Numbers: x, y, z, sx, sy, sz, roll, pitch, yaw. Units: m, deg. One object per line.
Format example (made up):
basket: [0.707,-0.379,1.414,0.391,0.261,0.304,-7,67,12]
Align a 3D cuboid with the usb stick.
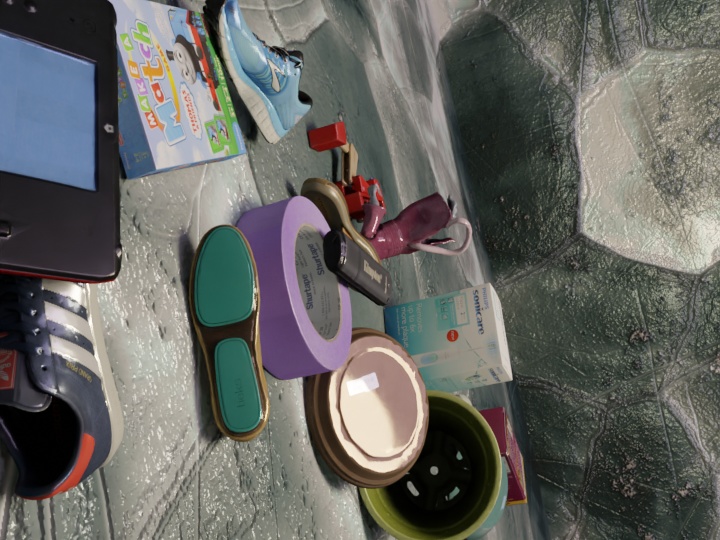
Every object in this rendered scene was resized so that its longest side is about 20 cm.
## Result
usb stick: [0.000,0.000,0.972,0.200,0.032,0.057,39,42,-65]

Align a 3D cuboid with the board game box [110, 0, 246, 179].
board game box: [-0.182,-0.175,0.725,0.200,0.036,0.155,-41,117,-70]

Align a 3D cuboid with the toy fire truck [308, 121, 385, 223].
toy fire truck: [-0.016,-0.155,1.217,0.199,0.048,0.145,-5,83,-72]

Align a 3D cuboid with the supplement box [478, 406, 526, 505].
supplement box: [0.312,0.436,1.746,0.132,0.101,0.202,-82,154,-49]

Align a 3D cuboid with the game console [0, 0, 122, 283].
game console: [-0.220,-0.097,0.425,0.174,0.031,0.205,8,67,-37]

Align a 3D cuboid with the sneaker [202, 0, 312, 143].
sneaker: [-0.114,-0.244,0.872,0.079,0.089,0.201,59,-1,36]

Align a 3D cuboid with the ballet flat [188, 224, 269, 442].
ballet flat: [-0.126,0.061,0.721,0.063,0.067,0.205,121,-36,-74]

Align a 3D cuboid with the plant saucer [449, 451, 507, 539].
plant saucer: [0.247,0.439,1.521,0.198,0.035,0.206,7,81,-50]

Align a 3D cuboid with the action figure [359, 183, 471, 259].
action figure: [0.049,-0.041,1.130,0.150,0.196,0.136,-125,-159,-44]

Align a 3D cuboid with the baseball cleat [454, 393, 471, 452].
baseball cleat: [0.215,0.365,1.578,0.106,0.069,0.204,-2,72,-62]

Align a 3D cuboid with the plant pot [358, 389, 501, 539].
plant pot: [0.102,0.289,1.097,0.190,0.195,0.205,65,16,-72]

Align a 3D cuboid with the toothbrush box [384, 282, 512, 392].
toothbrush box: [0.148,0.125,1.288,0.085,0.196,0.150,48,33,-56]

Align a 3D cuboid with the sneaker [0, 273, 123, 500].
sneaker: [-0.200,0.039,0.447,0.085,0.073,0.205,-57,132,-73]

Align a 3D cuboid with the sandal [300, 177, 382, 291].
sandal: [-0.033,-0.037,1.047,0.202,0.079,0.055,63,38,-35]

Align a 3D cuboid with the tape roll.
tape roll: [-0.075,0.020,0.880,0.200,0.064,0.205,-14,91,-72]

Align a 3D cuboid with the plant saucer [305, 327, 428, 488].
plant saucer: [0.018,0.171,0.960,0.197,0.029,0.205,14,68,-35]
